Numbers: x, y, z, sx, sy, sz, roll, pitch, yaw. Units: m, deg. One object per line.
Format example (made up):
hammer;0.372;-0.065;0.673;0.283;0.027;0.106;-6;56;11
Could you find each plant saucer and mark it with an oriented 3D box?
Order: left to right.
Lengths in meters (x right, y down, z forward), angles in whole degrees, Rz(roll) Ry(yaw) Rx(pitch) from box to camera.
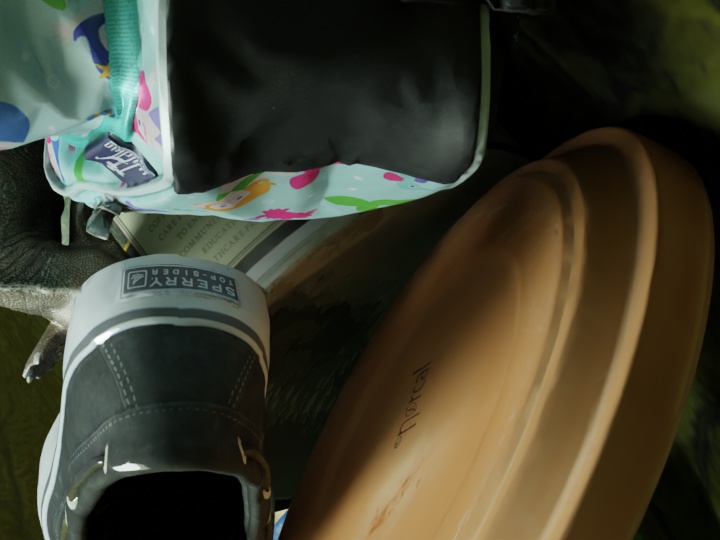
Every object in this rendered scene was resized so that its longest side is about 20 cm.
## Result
plant saucer;0.023;0.051;0.706;0.032;0.201;0.200;28;175;-14

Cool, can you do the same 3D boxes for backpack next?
backpack;-0.042;-0.097;0.653;0.200;0.150;0.178;-173;81;-83

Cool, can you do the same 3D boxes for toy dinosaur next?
toy dinosaur;-0.119;-0.038;0.759;0.102;0.077;0.200;14;-144;-49

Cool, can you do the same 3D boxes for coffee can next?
coffee can;-0.050;-0.046;0.851;0.200;0.146;0.146;51;167;28

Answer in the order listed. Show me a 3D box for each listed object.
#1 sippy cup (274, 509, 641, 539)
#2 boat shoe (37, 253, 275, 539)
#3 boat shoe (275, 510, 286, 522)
sippy cup;0.025;0.127;0.912;0.178;0.140;0.130;41;175;-25
boat shoe;-0.055;0.066;0.738;0.200;0.068;0.057;97;172;-61
boat shoe;-0.027;0.171;1.511;0.068;0.075;0.200;54;168;45
